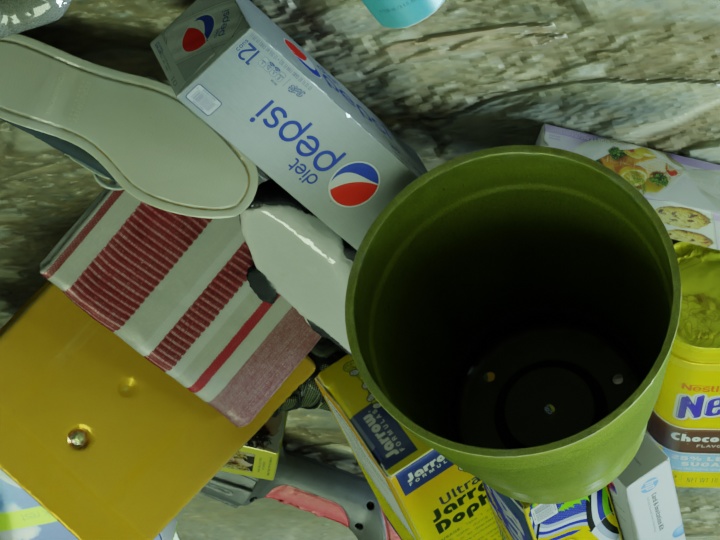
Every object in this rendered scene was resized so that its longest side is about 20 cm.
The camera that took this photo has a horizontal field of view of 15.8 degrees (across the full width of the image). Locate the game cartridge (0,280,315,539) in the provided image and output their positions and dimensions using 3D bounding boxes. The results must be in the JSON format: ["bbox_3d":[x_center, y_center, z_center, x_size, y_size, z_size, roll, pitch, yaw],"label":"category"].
[{"bbox_3d":[-0.160,0.077,1.764,0.176,0.200,0.032,44,178,-13],"label":"game cartridge"}]

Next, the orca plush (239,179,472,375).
[{"bbox_3d":[0.000,0.000,1.697,0.200,0.071,0.105,39,143,-18],"label":"orca plush"}]

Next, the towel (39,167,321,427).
[{"bbox_3d":[-0.099,-0.001,1.700,0.200,0.144,0.023,40,179,-35],"label":"towel"}]

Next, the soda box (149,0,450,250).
[{"bbox_3d":[-0.035,-0.088,1.579,0.063,0.068,0.200,-42,129,10],"label":"soda box"}]

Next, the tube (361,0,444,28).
[{"bbox_3d":[-0.018,-0.217,1.424,0.077,0.050,0.200,-21,132,22],"label":"tube"}]

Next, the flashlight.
[{"bbox_3d":[-0.030,0.181,2.004,0.200,0.068,0.068,20,149,-16],"label":"flashlight"}]

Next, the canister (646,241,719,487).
[{"bbox_3d":[0.259,0.065,1.719,0.148,0.087,0.200,-2,148,0],"label":"canister"}]

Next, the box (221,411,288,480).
[{"bbox_3d":[-0.153,0.095,1.902,0.200,0.075,0.050,10,148,-1],"label":"box"}]

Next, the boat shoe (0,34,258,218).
[{"bbox_3d":[-0.153,-0.088,1.605,0.200,0.075,0.062,20,-178,6],"label":"boat shoe"}]

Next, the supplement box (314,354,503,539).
[{"bbox_3d":[0.063,0.133,1.829,0.109,0.109,0.200,-33,142,-6],"label":"supplement box"}]

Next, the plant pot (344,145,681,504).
[{"bbox_3d":[0.106,0.055,1.609,0.200,0.200,0.193,2,156,12],"label":"plant pot"}]

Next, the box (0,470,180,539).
[{"bbox_3d":[-0.213,0.140,1.857,0.122,0.048,0.200,-13,114,11],"label":"box"}]

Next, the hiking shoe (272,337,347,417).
[{"bbox_3d":[-0.080,0.086,1.840,0.200,0.101,0.076,17,148,-8],"label":"hiking shoe"}]

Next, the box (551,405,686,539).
[{"bbox_3d":[0.167,0.143,1.824,0.041,0.156,0.200,-34,144,-10],"label":"box"}]

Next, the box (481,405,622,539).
[{"bbox_3d":[0.136,0.178,1.786,0.064,0.070,0.200,-33,142,-11],"label":"box"}]

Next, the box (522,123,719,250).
[{"bbox_3d":[0.202,-0.045,1.621,0.200,0.039,0.041,14,147,-5],"label":"box"}]

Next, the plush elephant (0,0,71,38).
[{"bbox_3d":[-0.281,-0.190,1.459,0.200,0.165,0.155,-22,104,-7],"label":"plush elephant"}]
